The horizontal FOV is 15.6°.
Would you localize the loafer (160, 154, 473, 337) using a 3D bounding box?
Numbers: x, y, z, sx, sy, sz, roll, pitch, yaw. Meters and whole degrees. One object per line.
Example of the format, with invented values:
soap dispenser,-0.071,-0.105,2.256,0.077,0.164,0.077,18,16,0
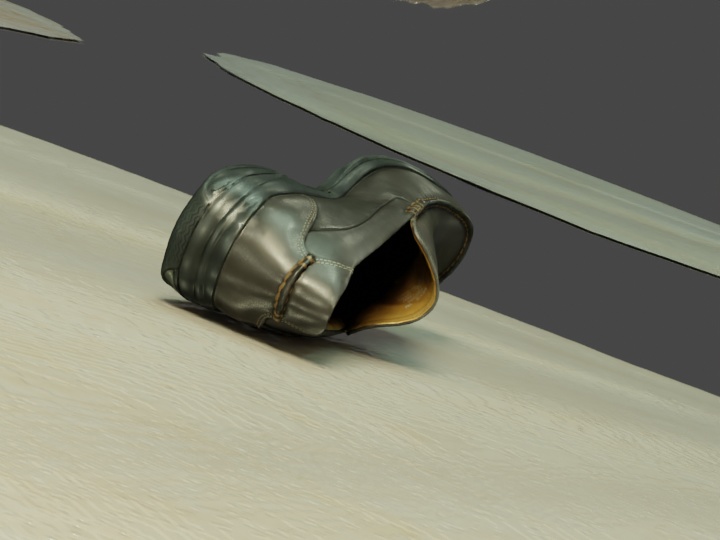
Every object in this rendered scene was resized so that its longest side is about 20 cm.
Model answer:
loafer,0.000,0.000,1.060,0.072,0.073,0.200,33,20,23
